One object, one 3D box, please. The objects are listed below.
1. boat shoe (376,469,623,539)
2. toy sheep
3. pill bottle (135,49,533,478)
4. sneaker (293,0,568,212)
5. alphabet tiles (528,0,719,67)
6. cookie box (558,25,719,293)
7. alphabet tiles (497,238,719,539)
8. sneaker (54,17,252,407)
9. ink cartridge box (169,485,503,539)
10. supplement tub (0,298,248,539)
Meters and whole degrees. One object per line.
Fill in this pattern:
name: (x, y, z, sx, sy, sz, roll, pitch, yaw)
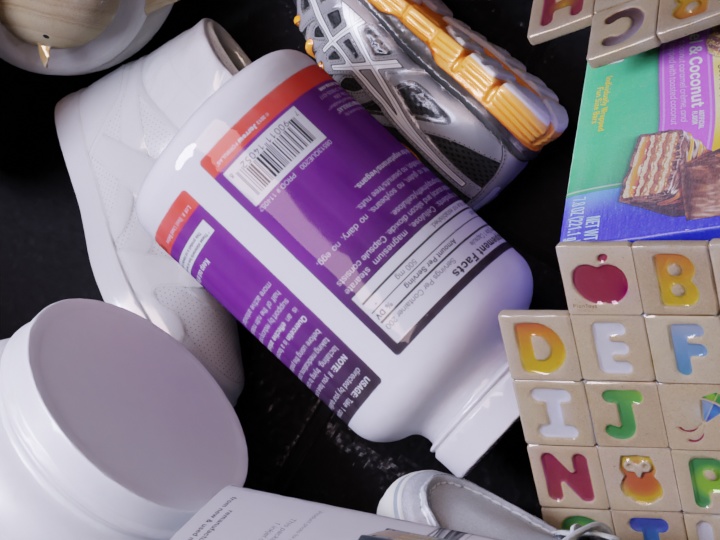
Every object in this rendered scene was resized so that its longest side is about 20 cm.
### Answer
boat shoe: (0.100, 0.143, 1.099, 0.201, 0.070, 0.072, 38, 132, 8)
toy sheep: (-0.149, -0.168, 1.309, 0.138, 0.138, 0.200, -39, 21, 11)
pill bottle: (0.000, 0.000, 1.177, 0.200, 0.112, 0.112, 44, 97, 6)
sneaker: (0.010, -0.104, 1.246, 0.200, 0.078, 0.077, 45, 110, 32)
alphabet tiles: (0.157, -0.171, 1.159, 0.166, 0.006, 0.200, -17, 37, 26)
cookie box: (0.199, -0.061, 1.105, 0.200, 0.075, 0.171, -8, 46, 23)
alphabet tiles: (0.148, 0.075, 1.086, 0.166, 0.006, 0.200, 0, 120, 26)
sneaker: (-0.074, -0.033, 1.265, 0.116, 0.074, 0.200, -31, 63, 19)
ink cartridge box: (0.018, 0.185, 1.074, 0.200, 0.084, 0.146, 9, 122, 28)
supplement tub: (-0.160, 0.122, 1.196, 0.200, 0.145, 0.145, -46, 60, 29)
